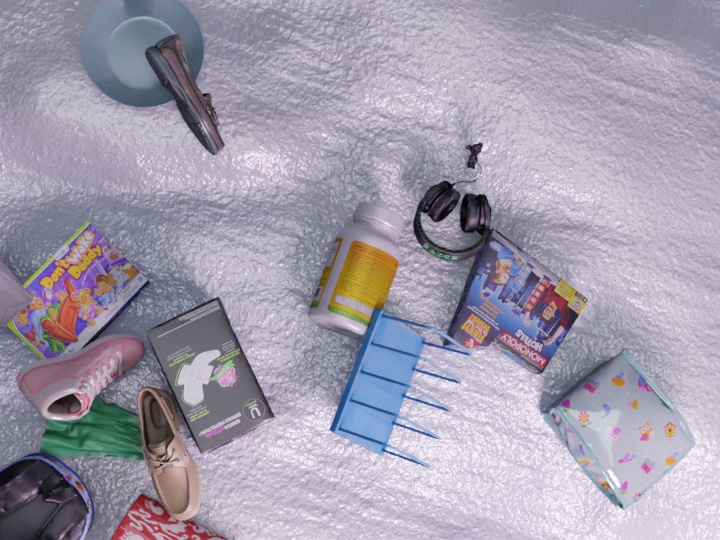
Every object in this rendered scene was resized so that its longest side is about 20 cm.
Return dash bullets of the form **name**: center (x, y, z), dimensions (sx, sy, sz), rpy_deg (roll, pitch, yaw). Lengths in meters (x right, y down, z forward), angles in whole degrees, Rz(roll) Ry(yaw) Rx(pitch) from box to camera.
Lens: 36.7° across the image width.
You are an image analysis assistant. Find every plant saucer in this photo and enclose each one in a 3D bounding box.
- **plant saucer**: center (-0.353, -0.358, 1.769), dimensions (0.198, 0.039, 0.204), rpy_deg (1, 81, -9)

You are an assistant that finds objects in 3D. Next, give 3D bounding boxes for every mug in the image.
- **mug**: center (-0.279, 0.445, 1.604), dimensions (0.199, 0.134, 0.178), rpy_deg (31, 57, 1)

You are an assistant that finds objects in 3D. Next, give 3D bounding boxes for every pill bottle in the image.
- **pill bottle**: center (0.000, 0.000, 1.726), dimensions (0.110, 0.111, 0.202), rpy_deg (21, 79, -4)

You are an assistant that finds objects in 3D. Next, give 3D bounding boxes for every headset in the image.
- **headset**: center (0.161, -0.112, 1.770), dimensions (0.122, 0.094, 0.202), rpy_deg (20, 58, 3)

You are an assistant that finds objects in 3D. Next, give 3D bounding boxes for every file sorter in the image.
- **file sorter**: center (0.068, 0.186, 1.671), dimensions (0.138, 0.122, 0.202), rpy_deg (34, 74, -48)

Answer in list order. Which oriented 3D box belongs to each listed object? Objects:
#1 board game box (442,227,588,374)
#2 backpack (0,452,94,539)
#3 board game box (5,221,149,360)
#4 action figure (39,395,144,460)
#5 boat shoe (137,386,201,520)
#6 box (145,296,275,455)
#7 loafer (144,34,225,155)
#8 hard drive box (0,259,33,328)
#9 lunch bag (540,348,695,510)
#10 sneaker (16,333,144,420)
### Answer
- **board game box**: center (0.235, 0.072, 1.774), dimensions (0.199, 0.062, 0.201), rpy_deg (36, 79, -1)
- **backpack**: center (-0.485, 0.367, 1.581), dimensions (0.190, 0.154, 0.200), rpy_deg (-41, 96, -1)
- **board game box**: center (-0.447, 0.043, 1.690), dimensions (0.134, 0.045, 0.200), rpy_deg (43, 78, 0)
- **action figure**: center (-0.380, 0.247, 1.663), dimensions (0.197, 0.055, 0.120), rpy_deg (11, 78, -2)
- **boat shoe**: center (-0.291, 0.270, 1.601), dimensions (0.071, 0.065, 0.202), rpy_deg (-22, 73, 4)
- **box**: center (-0.228, 0.164, 1.649), dimensions (0.123, 0.149, 0.202), rpy_deg (-24, 85, -11)
- **loafer**: center (-0.263, -0.279, 1.724), dimensions (0.063, 0.072, 0.201), rpy_deg (-40, 118, -17)
- **hard drive box**: center (-0.592, -0.025, 1.601), dimensions (0.077, 0.156, 0.200), rpy_deg (-40, 71, -11)
- **lunch bag**: center (0.418, 0.257, 1.742), dimensions (0.170, 0.122, 0.201), rpy_deg (-37, 82, -12)
- **sneaker**: center (-0.402, 0.166, 1.626), dimensions (0.198, 0.076, 0.105), rpy_deg (-17, 41, -30)
